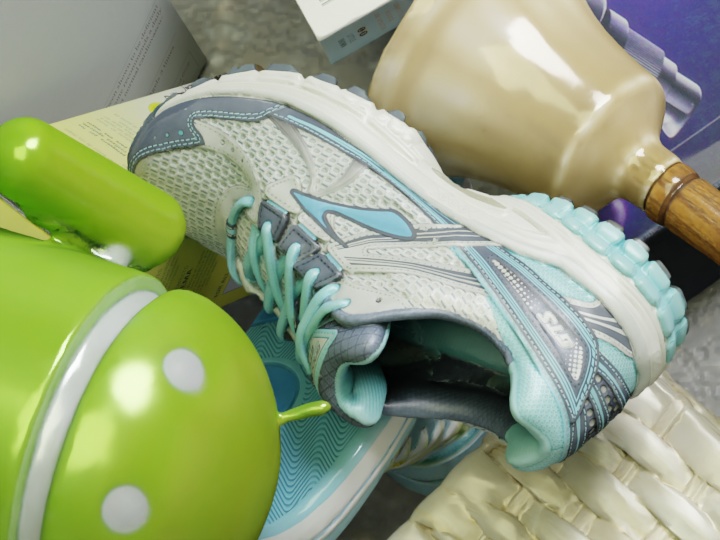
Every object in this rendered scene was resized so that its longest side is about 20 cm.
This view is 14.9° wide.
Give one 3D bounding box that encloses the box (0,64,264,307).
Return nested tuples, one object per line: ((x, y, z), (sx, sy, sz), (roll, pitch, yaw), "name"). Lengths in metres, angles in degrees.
((-0.072, -0.023, 1.003), (0.075, 0.200, 0.050), (36, 119, 17), "box")

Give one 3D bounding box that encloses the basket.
((0.116, 0.130, 0.956), (0.200, 0.123, 0.136), (42, 85, 19), "basket")

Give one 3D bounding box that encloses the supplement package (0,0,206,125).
((-0.154, -0.087, 1.032), (0.117, 0.200, 0.117), (24, 79, 16), "supplement package")

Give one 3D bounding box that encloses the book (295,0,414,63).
((0.044, -0.181, 0.996), (0.200, 0.048, 0.134), (-29, 72, 2), "book")

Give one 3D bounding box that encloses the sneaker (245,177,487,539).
((0.012, 0.057, 0.980), (0.080, 0.131, 0.200), (-2, 42, 27), "sneaker")

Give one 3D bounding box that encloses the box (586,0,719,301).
((0.104, -0.103, 1.039), (0.148, 0.104, 0.200), (-36, 70, -2), "box")

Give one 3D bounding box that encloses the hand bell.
((0.106, -0.021, 0.890), (0.200, 0.104, 0.104), (38, 83, 26), "hand bell")

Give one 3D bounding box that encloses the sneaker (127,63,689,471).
((0.000, 0.000, 0.884), (0.200, 0.078, 0.086), (22, 52, 24), "sneaker")

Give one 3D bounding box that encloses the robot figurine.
((-0.114, 0.046, 0.857), (0.200, 0.116, 0.176), (18, 76, 16), "robot figurine")
